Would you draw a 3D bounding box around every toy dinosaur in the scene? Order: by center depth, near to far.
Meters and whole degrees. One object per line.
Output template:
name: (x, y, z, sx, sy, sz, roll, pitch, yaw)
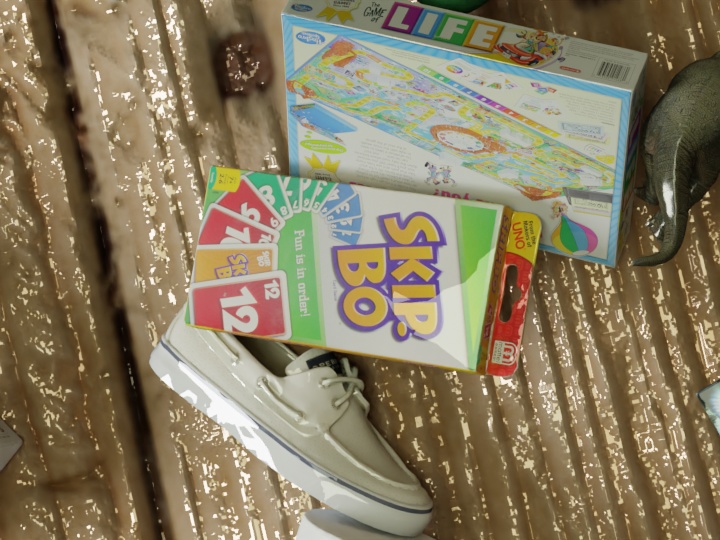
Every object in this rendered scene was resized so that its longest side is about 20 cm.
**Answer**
toy dinosaur: (0.182, -0.077, 1.201, 0.077, 0.200, 0.102, 31, 138, 26)

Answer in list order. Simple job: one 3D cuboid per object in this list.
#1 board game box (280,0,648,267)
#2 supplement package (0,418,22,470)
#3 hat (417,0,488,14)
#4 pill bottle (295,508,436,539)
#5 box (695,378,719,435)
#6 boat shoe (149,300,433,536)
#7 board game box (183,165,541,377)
board game box: (0.056, -0.082, 1.245, 0.199, 0.034, 0.135, 14, 138, 14)
supplement package: (-0.331, 0.083, 1.381, 0.200, 0.114, 0.110, 43, 102, 14)
hat: (0.034, -0.156, 1.217, 0.165, 0.200, 0.176, 15, 80, 34)
pill bottle: (-0.014, 0.247, 1.278, 0.116, 0.116, 0.201, 17, 96, 17)
box: (0.303, 0.075, 1.210, 0.200, 0.040, 0.137, -33, 82, 16)
boat shoe: (-0.032, 0.078, 1.309, 0.200, 0.071, 0.070, 36, 104, 21)
board game box: (0.000, 0.000, 1.267, 0.199, 0.030, 0.096, 9, 86, 18)
